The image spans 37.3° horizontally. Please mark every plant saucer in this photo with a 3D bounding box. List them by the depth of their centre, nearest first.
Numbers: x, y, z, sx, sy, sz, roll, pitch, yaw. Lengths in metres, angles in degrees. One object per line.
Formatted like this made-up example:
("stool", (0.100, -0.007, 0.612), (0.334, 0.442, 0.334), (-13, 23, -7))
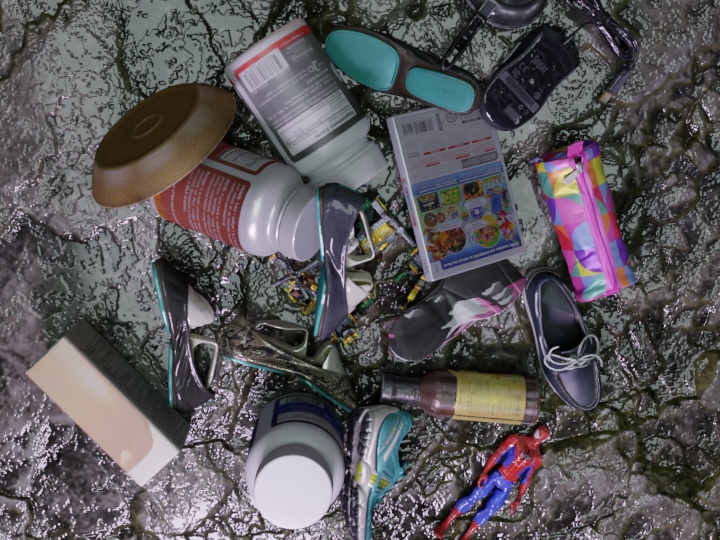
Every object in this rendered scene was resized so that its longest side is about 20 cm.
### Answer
("plant saucer", (-0.236, -0.154, 1.224), (0.200, 0.200, 0.035), (-33, 125, 5))

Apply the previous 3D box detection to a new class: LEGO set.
("LEGO set", (0.000, 0.000, 1.296), (0.200, 0.116, 0.154), (-32, 99, 5))

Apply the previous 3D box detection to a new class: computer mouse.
("computer mouse", (0.241, -0.238, 1.301), (0.140, 0.046, 0.200), (36, 98, -19))

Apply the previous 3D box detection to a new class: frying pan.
("frying pan", (0.143, -0.324, 1.251), (0.190, 0.031, 0.115), (-32, 89, -22))

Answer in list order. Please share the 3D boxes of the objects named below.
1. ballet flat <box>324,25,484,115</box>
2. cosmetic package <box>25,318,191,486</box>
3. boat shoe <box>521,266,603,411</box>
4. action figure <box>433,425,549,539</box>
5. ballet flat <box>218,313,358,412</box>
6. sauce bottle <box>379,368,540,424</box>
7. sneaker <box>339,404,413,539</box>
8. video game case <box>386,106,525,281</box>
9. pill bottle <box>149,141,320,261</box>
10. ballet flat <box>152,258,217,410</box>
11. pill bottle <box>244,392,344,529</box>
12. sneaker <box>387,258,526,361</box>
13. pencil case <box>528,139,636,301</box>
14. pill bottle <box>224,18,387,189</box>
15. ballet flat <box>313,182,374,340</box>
("ballet flat", (0.054, -0.239, 1.275), (0.200, 0.068, 0.068), (26, 119, 6))
("cosmetic package", (-0.309, 0.162, 1.327), (0.071, 0.105, 0.200), (-42, 97, 6))
("boat shoe", (0.260, 0.091, 1.347), (0.075, 0.062, 0.200), (-17, 101, -1))
("action figure", (0.179, 0.280, 1.389), (0.065, 0.052, 0.200), (37, 95, -4))
("ballet flat", (-0.076, 0.108, 1.332), (0.200, 0.068, 0.075), (26, 91, -16))
("sauce bottle", (0.126, 0.157, 1.355), (0.200, 0.065, 0.065), (6, 100, -3))
("sneaker", (0.022, 0.265, 1.363), (0.080, 0.078, 0.200), (2, 113, -21))
("video game case", (0.117, -0.101, 1.290), (0.143, 0.018, 0.200), (-16, 95, -28))
("pill bottle", (-0.138, -0.083, 1.245), (0.200, 0.112, 0.112), (22, 100, 23))
("ballet flat", (-0.214, 0.077, 1.329), (0.068, 0.068, 0.200), (-6, 110, -9))
("pill bottle", (-0.078, 0.231, 1.295), (0.120, 0.200, 0.120), (0, 100, -1))
("sneaker", (0.109, 0.046, 1.333), (0.200, 0.086, 0.080), (-28, 84, -16))
("pencil case", (0.275, -0.063, 1.308), (0.088, 0.088, 0.200), (-20, 102, 2))
("pill bottle", (-0.061, -0.185, 1.264), (0.114, 0.114, 0.200), (-33, 100, 4))
("ballet flat", (-0.018, -0.005, 1.207), (0.073, 0.073, 0.200), (2, 120, -2))
